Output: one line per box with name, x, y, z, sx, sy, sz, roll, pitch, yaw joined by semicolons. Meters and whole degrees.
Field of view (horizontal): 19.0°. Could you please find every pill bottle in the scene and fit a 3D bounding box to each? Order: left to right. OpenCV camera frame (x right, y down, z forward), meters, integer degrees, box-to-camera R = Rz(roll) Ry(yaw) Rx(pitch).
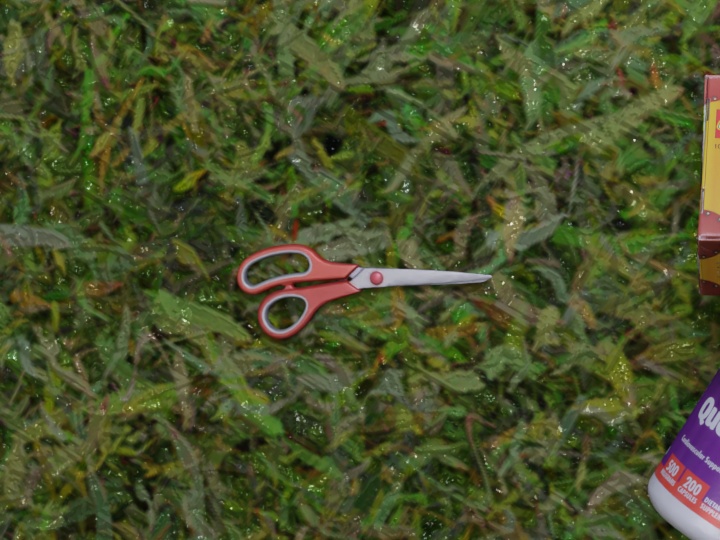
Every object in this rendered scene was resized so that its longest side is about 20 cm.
pill bottle;0.305;0.112;1.582;0.112;0.112;0.200;31;100;8

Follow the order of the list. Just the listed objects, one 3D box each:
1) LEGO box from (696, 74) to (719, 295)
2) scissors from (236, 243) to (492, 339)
LEGO box;0.344;-0.061;1.541;0.200;0.077;0.149;2;57;12
scissors;0.000;0.000;1.690;0.200;0.014;0.073;-15;89;15
